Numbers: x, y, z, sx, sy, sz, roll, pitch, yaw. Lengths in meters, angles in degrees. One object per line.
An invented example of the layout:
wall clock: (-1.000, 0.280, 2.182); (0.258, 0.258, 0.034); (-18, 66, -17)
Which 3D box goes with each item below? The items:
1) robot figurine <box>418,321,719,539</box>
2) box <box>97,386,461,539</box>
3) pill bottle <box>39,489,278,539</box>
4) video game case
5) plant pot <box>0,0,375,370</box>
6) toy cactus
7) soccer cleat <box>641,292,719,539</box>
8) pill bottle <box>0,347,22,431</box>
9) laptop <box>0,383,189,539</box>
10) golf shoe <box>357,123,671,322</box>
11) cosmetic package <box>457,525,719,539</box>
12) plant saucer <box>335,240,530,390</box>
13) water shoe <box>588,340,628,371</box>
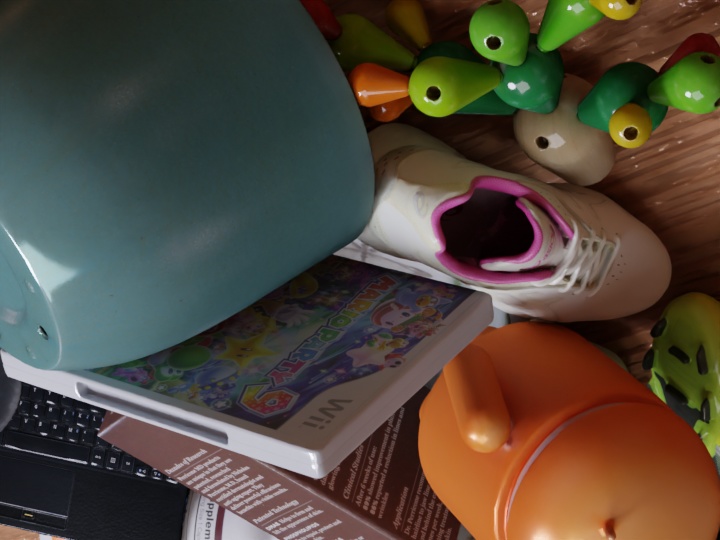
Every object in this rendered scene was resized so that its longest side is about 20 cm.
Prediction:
robot figurine: (0.101, 0.099, 1.024); (0.116, 0.200, 0.145); (-21, 118, -16)
box: (-0.035, 0.089, 1.138); (0.199, 0.101, 0.075); (34, 143, -22)
pill bottle: (-0.100, 0.167, 1.352); (0.199, 0.113, 0.113); (3, 143, 20)
video game case: (-0.056, 0.031, 0.996); (0.199, 0.143, 0.018); (14, 127, 34)
plant pot: (-0.119, -0.050, 0.950); (0.200, 0.161, 0.201); (38, 151, 26)
toy cactus: (0.080, -0.092, 0.954); (0.199, 0.103, 0.165); (-1, 160, 22)
soccer cleat: (0.214, 0.084, 1.153); (0.065, 0.083, 0.201); (37, 153, 53)
pill bottle: (-0.233, 0.005, 1.093); (0.111, 0.200, 0.112); (-8, 125, -12)
laptop: (-0.191, 0.069, 1.264); (0.176, 0.202, 0.103); (11, -178, 13)
golf shoe: (0.084, -0.010, 1.010); (0.199, 0.076, 0.091); (15, -172, -32)
cosmetic package: (0.134, 0.207, 1.167); (0.199, 0.104, 0.073); (1, 144, 26)
plant saucer: (0.000, 0.000, 1.131); (0.199, 0.050, 0.201); (12, 145, 9)
water shoe: (0.109, 0.114, 1.214); (0.071, 0.079, 0.200); (17, 146, 1)
